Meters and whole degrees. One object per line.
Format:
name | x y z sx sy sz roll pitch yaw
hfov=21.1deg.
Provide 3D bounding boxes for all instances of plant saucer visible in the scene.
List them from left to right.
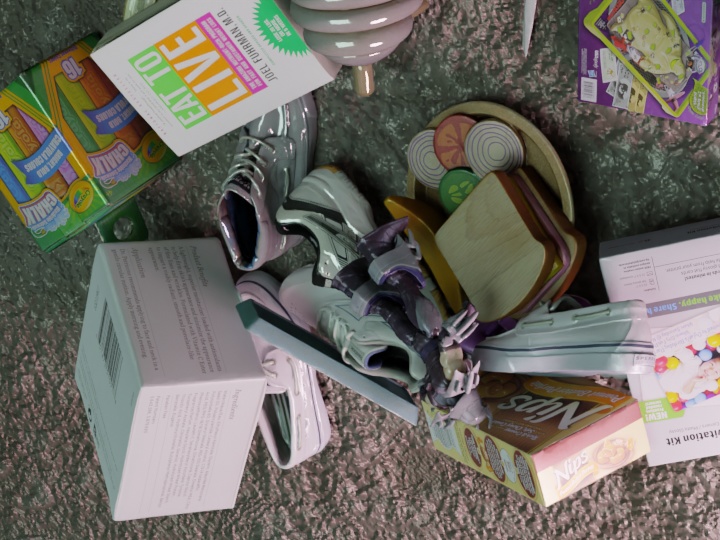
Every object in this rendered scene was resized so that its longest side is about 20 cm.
plant saucer | -0.029 0.085 1.847 0.199 0.070 0.019 30 99 -19

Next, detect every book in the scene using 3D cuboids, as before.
book | -0.130 -0.195 1.749 0.199 0.048 0.134 -23 114 36

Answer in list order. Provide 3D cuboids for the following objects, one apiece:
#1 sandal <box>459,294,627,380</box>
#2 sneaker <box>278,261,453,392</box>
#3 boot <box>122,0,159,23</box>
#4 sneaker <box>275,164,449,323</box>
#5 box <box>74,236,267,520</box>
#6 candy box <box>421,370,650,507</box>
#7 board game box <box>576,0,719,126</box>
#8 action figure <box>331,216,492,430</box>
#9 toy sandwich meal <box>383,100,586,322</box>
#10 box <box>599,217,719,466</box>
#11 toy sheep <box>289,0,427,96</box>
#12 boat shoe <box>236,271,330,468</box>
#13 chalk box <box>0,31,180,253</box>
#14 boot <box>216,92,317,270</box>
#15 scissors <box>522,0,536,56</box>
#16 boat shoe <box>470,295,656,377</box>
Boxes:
sandal | 0.174 0.049 1.732 0.201 0.083 0.050 5 138 19
sneaker | 0.003 0.052 1.845 0.199 0.087 0.075 22 127 24
boot | -0.140 -0.240 1.792 0.153 0.072 0.202 19 124 21
sneaker | 0.000 0.000 1.803 0.200 0.087 0.076 48 168 12
box | -0.191 0.105 1.906 0.200 0.129 0.201 -113 28 -41
candy box | 0.152 0.137 1.717 0.200 0.115 0.056 22 134 61
board game box | 0.236 -0.224 1.575 0.119 0.032 0.202 17 124 31
action figure | 0.059 0.056 1.690 0.201 0.069 0.130 56 145 20
toy sandwich meal | 0.106 -0.048 1.706 0.204 0.070 0.207 14 113 37
box | 0.299 0.059 1.645 0.154 0.041 0.202 -11 111 13
toy sheep | -0.003 -0.247 1.653 0.137 0.138 0.202 4 117 32
boat shoe | -0.084 0.102 1.934 0.073 0.067 0.202 -10 109 37
chalk box | -0.276 -0.108 1.920 0.124 0.125 0.201 -30 97 41
boot | -0.091 -0.099 1.818 0.073 0.096 0.202 10 120 29
scissors | 0.152 -0.274 1.612 0.073 0.014 0.202 4 115 30
boat shoe | 0.175 0.056 1.646 0.199 0.073 0.068 -3 82 47
